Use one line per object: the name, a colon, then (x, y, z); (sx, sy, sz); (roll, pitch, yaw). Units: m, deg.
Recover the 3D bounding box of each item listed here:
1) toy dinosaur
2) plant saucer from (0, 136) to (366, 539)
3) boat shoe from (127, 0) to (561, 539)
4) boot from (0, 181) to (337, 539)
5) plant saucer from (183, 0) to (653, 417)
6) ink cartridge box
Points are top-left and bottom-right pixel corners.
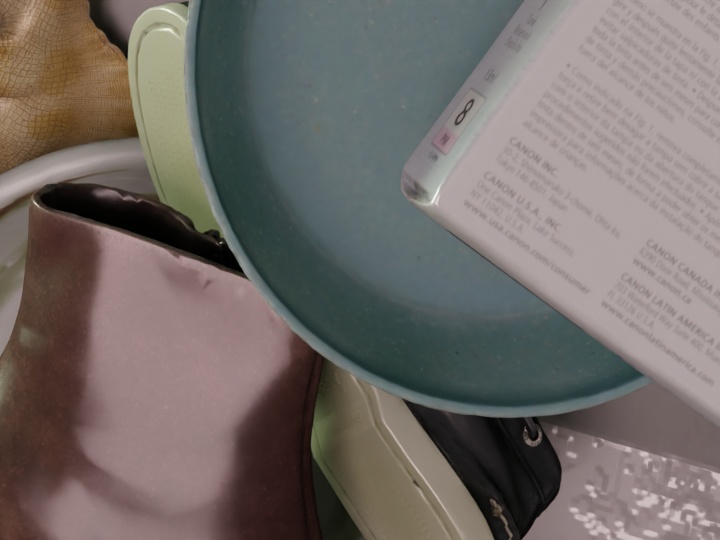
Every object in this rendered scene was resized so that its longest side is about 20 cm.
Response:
toy dinosaur: (-0.116, -0.070, 0.928); (0.101, 0.058, 0.200); (14, 124, 2)
plant saucer: (-0.066, 0.055, 0.927); (0.200, 0.050, 0.200); (0, 98, 3)
boat shoe: (0.001, 0.000, 0.863); (0.200, 0.066, 0.074); (58, 149, -1)
boot: (-0.033, 0.081, 0.844); (0.200, 0.072, 0.167); (25, 118, 12)
plant saucer: (0.042, -0.059, 0.812); (0.200, 0.036, 0.200); (-2, 96, -18)
ink cartridge box: (0.133, -0.055, 0.783); (0.162, 0.057, 0.200); (35, 91, -18)
